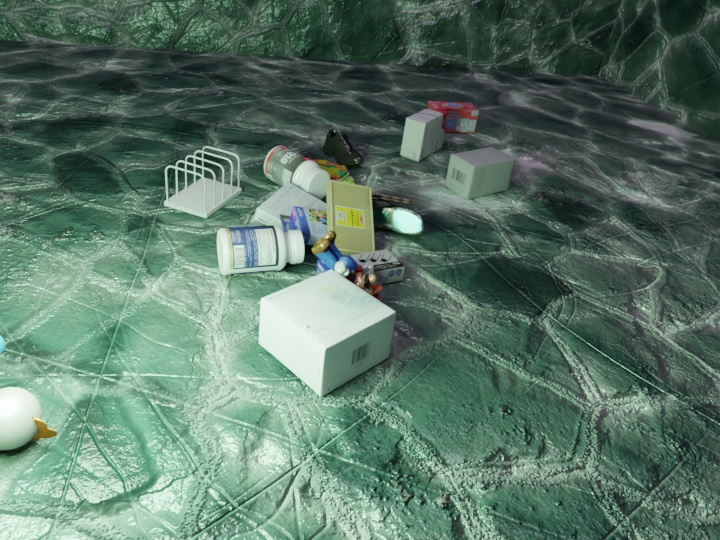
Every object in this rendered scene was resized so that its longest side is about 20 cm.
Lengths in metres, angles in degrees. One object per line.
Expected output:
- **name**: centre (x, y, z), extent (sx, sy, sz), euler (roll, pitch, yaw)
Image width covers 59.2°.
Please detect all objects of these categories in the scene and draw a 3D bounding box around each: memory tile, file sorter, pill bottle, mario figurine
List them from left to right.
- **file sorter**: centre (-0.445, -0.259, 1.805), extent (0.137, 0.126, 0.200), euler (17, 32, 13)
- **pill bottle**: centre (-0.240, -0.052, 1.529), extent (0.198, 0.112, 0.111), euler (-5, 33, -21)
- **pill bottle**: centre (-0.192, -0.294, 1.927), extent (0.199, 0.115, 0.113), euler (31, 38, 33)
- **mario figurine**: centre (-0.014, -0.003, 1.441), extent (0.124, 0.201, 0.106), euler (-47, 16, -29)
- **memory tile**: centre (0.045, -0.220, 1.874), extent (0.152, 0.017, 0.199), euler (17, 10, 41)

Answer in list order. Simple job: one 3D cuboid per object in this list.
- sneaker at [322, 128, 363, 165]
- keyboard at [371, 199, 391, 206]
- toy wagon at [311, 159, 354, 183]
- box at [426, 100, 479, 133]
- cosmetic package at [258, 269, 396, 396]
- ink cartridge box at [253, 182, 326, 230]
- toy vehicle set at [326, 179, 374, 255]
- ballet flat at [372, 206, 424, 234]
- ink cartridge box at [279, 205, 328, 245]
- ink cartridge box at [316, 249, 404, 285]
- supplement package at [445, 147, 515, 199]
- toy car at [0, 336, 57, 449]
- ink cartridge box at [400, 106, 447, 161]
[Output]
- **sneaker**: centre (-0.061, -0.427, 2.194), extent (0.075, 0.092, 0.199), euler (-18, 41, -39)
- **keyboard**: centre (0.023, -0.199, 1.829), extent (0.125, 0.021, 0.200), euler (10, 7, -1)
- **toy wagon**: centre (-0.097, -0.307, 2.040), extent (0.198, 0.040, 0.155), euler (18, 33, 16)
- **box**: centre (0.375, -0.633, 2.615), extent (0.197, 0.104, 0.095), euler (-2, 32, -13)
- **cosmetic package**: centre (-0.069, 0.117, 1.289), extent (0.199, 0.124, 0.198), euler (31, 38, 35)
- **ink cartridge box**: centre (-0.165, -0.151, 1.759), extent (0.199, 0.044, 0.197), euler (30, 35, 5)
- **toy vehicle set**: centre (-0.027, -0.135, 1.664), extent (0.123, 0.026, 0.202), euler (8, 66, -25)
- **ballet flat**: centre (0.091, -0.151, 1.810), extent (0.198, 0.073, 0.072), euler (14, 32, 13)
- **ink cartridge box**: centre (-0.109, -0.114, 1.678), extent (0.198, 0.042, 0.120), euler (5, 40, -23)
- **ink cartridge box**: centre (0.000, 0.000, 1.565), extent (0.198, 0.045, 0.094), euler (-10, 34, -27)
- **supplement package**: centre (0.399, -0.326, 2.111), extent (0.198, 0.119, 0.117), euler (-16, 37, -32)
- **toy car**: centre (-0.582, 0.230, 1.001), extent (0.199, 0.177, 0.185), euler (32, 42, -15)
- **ink cartridge box**: centre (0.236, -0.505, 2.332), extent (0.085, 0.149, 0.200), euler (23, 34, 24)
